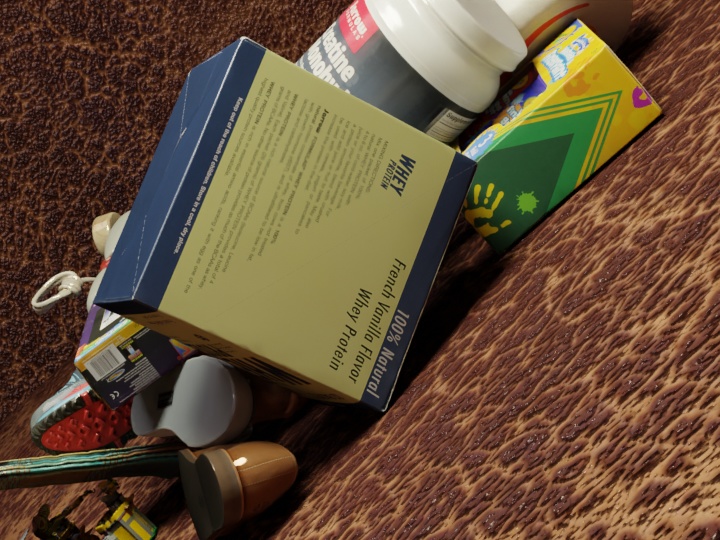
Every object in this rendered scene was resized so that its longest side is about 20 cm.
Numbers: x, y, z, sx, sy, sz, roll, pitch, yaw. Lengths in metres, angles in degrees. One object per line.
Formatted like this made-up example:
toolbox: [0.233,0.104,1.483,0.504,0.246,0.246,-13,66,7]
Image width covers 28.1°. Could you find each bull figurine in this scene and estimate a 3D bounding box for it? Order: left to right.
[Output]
bull figurine: [-0.103,0.090,1.258,0.199,0.065,0.122,-16,72,52]

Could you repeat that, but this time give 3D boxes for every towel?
towel: [-0.245,0.177,1.266,0.199,0.022,0.147,-4,-13,-17]

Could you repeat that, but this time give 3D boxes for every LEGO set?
LEGO set: [-0.283,0.242,1.260,0.154,0.116,0.200,-49,12,-28]

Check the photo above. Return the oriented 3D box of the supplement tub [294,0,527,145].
supplement tub: [0.025,-0.154,1.191,0.200,0.140,0.140,-44,9,21]

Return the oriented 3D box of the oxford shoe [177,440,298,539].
oxford shoe: [-0.091,0.159,1.060,0.071,0.072,0.200,-15,-3,-20]

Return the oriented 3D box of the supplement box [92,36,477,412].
supplement box: [-0.056,-0.027,1.049,0.134,0.199,0.201,-5,61,68]

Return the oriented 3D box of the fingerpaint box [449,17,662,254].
fingerpaint box: [0.146,-0.116,1.170,0.167,0.073,0.200,-41,10,13]

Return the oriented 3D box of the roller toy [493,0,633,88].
roller toy: [0.143,-0.242,1.311,0.200,0.140,0.182,-38,-26,7]

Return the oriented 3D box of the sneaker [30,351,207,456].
sneaker: [-0.223,0.100,1.333,0.199,0.080,0.095,-32,39,-23]

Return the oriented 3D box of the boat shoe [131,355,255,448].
boat shoe: [-0.121,0.115,1.162,0.199,0.068,0.074,-21,60,58]

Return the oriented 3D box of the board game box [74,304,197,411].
board game box: [-0.140,0.015,1.211,0.199,0.057,0.165,-35,15,6]

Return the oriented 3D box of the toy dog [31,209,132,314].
toy dog: [-0.226,0.005,1.452,0.131,0.097,0.200,-10,35,35]
